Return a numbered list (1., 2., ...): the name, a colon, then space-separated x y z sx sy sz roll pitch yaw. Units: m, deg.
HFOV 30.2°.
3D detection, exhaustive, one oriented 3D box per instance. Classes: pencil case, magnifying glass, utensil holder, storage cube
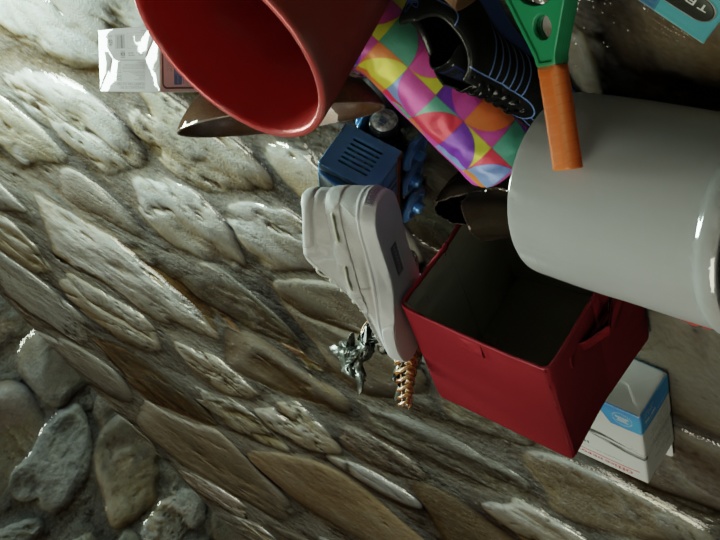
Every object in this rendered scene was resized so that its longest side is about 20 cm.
1. pencil case: 0.070 -0.161 1.208 0.200 0.089 0.088 41 158 -8
2. magnifying glass: 0.143 -0.176 1.008 0.079 0.022 0.202 1 102 54
3. utensil holder: 0.242 -0.051 1.064 0.199 0.170 0.170 19 152 43
4. storage cube: 0.174 0.053 1.357 0.199 0.171 0.180 23 155 31

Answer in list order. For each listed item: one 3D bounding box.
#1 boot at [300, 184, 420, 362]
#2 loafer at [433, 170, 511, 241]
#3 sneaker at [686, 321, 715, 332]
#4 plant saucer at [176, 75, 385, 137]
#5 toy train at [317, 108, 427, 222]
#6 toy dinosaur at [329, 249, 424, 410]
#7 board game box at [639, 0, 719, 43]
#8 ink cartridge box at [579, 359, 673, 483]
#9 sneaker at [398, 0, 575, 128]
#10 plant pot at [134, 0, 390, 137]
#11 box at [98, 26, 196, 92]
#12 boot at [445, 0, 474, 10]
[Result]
1. boot: 0.000 0.000 1.333 0.095 0.074 0.201 7 125 29
2. loafer: 0.136 -0.051 1.258 0.073 0.071 0.200 57 164 -22
3. sneaker: 0.283 -0.010 1.199 0.199 0.071 0.098 24 148 20
4. plant saucer: -0.077 -0.156 1.258 0.200 0.199 0.035 -8 91 60
5. toy train: 0.012 -0.087 1.398 0.086 0.115 0.200 31 157 16
6. toy dinosaur: 0.034 0.063 1.439 0.102 0.201 0.136 27 130 -1
7. board game box: 0.208 -0.254 0.867 0.150 0.047 0.200 35 158 6
8. ink cartridge box: 0.296 0.173 1.549 0.115 0.067 0.201 23 154 29
9. sneaker: 0.109 -0.171 1.136 0.200 0.078 0.070 46 156 -21
10. plant pot: -0.061 -0.243 1.107 0.199 0.178 0.201 29 153 17
11. box: -0.141 -0.205 1.301 0.116 0.199 0.061 9 103 48
12. boot: 0.057 -0.302 0.973 0.155 0.074 0.200 49 143 10
